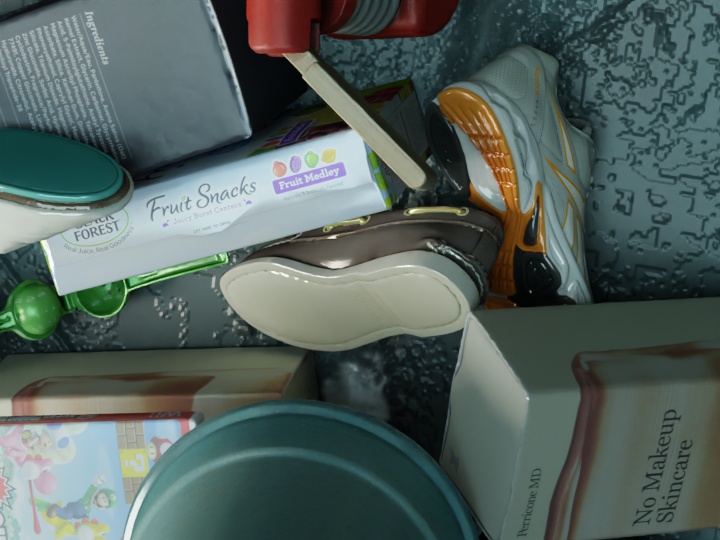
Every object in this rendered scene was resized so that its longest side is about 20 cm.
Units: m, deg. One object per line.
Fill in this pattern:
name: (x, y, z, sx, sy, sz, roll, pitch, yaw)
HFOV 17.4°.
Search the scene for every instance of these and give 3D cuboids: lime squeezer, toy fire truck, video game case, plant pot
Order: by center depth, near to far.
plant pot: (-0.045, 0.191, 1.175, 0.198, 0.196, 0.202, 2, 106, 8)
toy fire truck: (0.002, -0.144, 1.259, 0.128, 0.176, 0.202, 2, 92, 31)
video game case: (-0.176, 0.150, 1.299, 0.198, 0.017, 0.144, -2, 104, 12)
lime squeezer: (-0.176, 0.022, 1.410, 0.198, 0.071, 0.038, -17, 113, -8)

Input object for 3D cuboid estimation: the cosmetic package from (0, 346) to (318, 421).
cosmetic package: (-0.127, 0.107, 1.420, 0.198, 0.087, 0.104, -3, 106, 13)

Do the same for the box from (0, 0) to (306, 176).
box: (-0.148, -0.109, 1.339, 0.198, 0.148, 0.105, -16, 100, 16)

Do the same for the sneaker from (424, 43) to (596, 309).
sneaker: (0.109, -0.037, 1.344, 0.075, 0.092, 0.201, 12, 133, 41)

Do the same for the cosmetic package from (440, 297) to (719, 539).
cosmetic package: (0.155, 0.081, 1.291, 0.198, 0.087, 0.104, -4, 121, -21)

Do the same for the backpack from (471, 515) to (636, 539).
backpack: (0.086, 0.228, 1.366, 0.167, 0.127, 0.200, 39, 81, 7)

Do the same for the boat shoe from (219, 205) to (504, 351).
boat shoe: (0.000, 0.000, 1.356, 0.199, 0.060, 0.072, -7, 131, 47)

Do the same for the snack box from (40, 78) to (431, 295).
snack box: (-0.069, -0.049, 1.340, 0.198, 0.142, 0.053, -15, 101, 15)

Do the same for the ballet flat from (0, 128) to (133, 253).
ballet flat: (-0.213, -0.045, 1.266, 0.198, 0.069, 0.070, 12, 106, 13)
